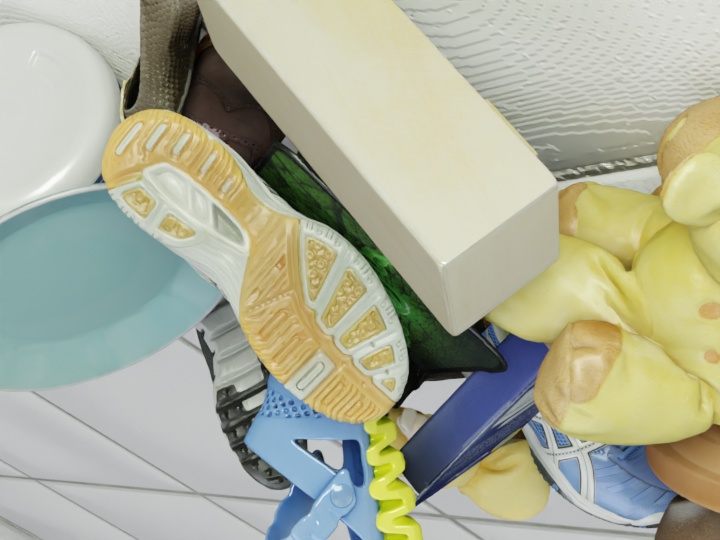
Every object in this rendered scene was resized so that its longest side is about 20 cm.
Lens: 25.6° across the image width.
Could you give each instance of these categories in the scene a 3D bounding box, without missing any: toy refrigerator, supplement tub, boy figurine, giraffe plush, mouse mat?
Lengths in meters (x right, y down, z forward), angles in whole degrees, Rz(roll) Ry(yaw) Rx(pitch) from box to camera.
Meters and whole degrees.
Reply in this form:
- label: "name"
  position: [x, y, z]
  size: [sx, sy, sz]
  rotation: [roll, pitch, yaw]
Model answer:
- label: "toy refrigerator"
  position: [0.007, -0.075, 0.721]
  size: [0.200, 0.070, 0.076]
  rotation: [51, 170, 25]
- label: "supplement tub"
  position: [-0.194, -0.047, 1.016]
  size: [0.144, 0.146, 0.200]
  rotation: [16, 158, 20]
- label: "boy figurine"
  position: [0.038, 0.109, 1.058]
  size: [0.198, 0.065, 0.124]
  rotation: [20, 168, 0]
- label: "giraffe plush"
  position: [0.166, -0.007, 0.729]
  size: [0.200, 0.172, 0.163]
  rotation: [43, 143, 27]
- label: "mouse mat"
  position: [0.000, 0.000, 0.856]
  size: [0.161, 0.008, 0.200]
  rotation: [44, 171, -4]

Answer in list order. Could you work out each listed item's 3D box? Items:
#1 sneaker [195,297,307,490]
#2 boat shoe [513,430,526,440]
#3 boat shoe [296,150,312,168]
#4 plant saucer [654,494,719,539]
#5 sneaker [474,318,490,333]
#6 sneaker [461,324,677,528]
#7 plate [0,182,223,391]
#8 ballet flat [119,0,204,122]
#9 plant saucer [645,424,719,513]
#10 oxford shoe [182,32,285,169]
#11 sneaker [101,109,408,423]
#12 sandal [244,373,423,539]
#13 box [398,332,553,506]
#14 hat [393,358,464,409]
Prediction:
- label: "sneaker"
  position: [-0.081, 0.069, 1.177]
  size: [0.066, 0.202, 0.091]
  rotation: [-26, 163, 4]
- label: "boat shoe"
  position: [0.198, 0.108, 1.081]
  size: [0.198, 0.072, 0.064]
  rotation: [-5, -179, 38]
- label: "boat shoe"
  position: [-0.023, -0.031, 0.988]
  size: [0.073, 0.064, 0.201]
  rotation: [29, 157, -5]
- label: "plant saucer"
  position: [0.260, 0.123, 0.923]
  size: [0.198, 0.032, 0.200]
  rotation: [-20, 173, -2]
- label: "sneaker"
  position: [0.046, -0.001, 0.938]
  size: [0.086, 0.080, 0.200]
  rotation: [40, 175, 14]
- label: "sneaker"
  position: [0.136, 0.085, 1.013]
  size: [0.200, 0.076, 0.077]
  rotation: [42, 153, 11]
- label: "plate"
  position: [-0.168, 0.005, 0.946]
  size: [0.201, 0.198, 0.026]
  rotation: [90, 158, -58]
- label: "ballet flat"
  position: [-0.108, -0.124, 0.842]
  size: [0.046, 0.068, 0.200]
  rotation: [9, 156, -12]
- label: "plant saucer"
  position: [0.250, 0.082, 0.836]
  size: [0.199, 0.200, 0.033]
  rotation: [7, 110, 37]
- label: "oxford shoe"
  position: [-0.079, -0.076, 0.922]
  size: [0.071, 0.073, 0.200]
  rotation: [25, 159, -3]
- label: "sneaker"
  position: [-0.047, -0.008, 0.831]
  size: [0.200, 0.076, 0.088]
  rotation: [48, -176, -1]
- label: "sandal"
  position: [-0.026, 0.086, 0.890]
  size: [0.086, 0.202, 0.079]
  rotation: [-14, -179, -11]
- label: "box"
  position: [0.093, 0.063, 0.909]
  size: [0.032, 0.121, 0.200]
  rotation: [50, 136, 13]
- label: "hat"
  position: [0.006, 0.064, 1.150]
  size: [0.199, 0.082, 0.201]
  rotation: [20, 159, 8]
